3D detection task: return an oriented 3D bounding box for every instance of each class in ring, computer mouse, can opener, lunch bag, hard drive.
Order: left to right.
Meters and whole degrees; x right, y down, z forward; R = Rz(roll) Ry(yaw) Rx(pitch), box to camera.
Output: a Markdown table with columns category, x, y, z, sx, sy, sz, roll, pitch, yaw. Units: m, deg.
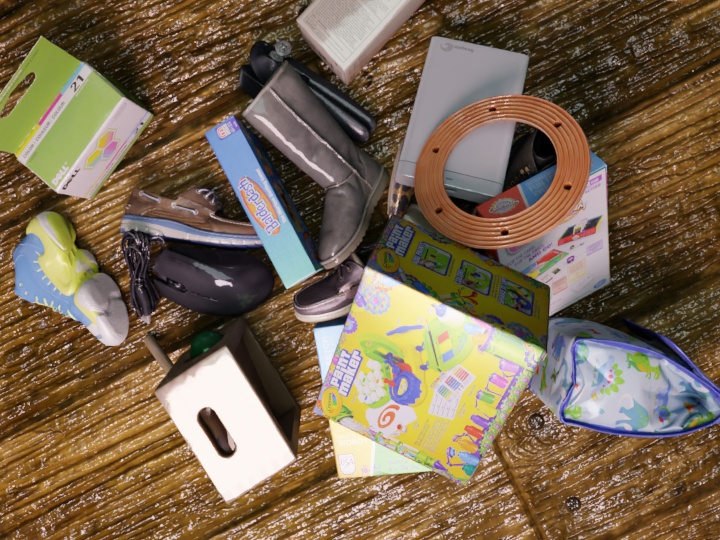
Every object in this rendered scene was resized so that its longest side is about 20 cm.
| category | x | y | z | sx | sy | sz | roll | pitch | yaw |
| --- | --- | --- | --- | --- | --- | --- | --- | --- | --- |
| computer mouse | -0.210 | 0.022 | 0.869 | 0.193 | 0.053 | 0.141 | 4 | 128 | -5 |
| can opener | -0.065 | -0.236 | 0.886 | 0.196 | 0.079 | 0.064 | 27 | 53 | -2 |
| hard drive | 0.128 | -0.189 | 0.831 | 0.128 | 0.027 | 0.205 | 13 | 71 | 7 |
| ring | 0.155 | -0.111 | 0.749 | 0.195 | 0.019 | 0.206 | -11 | 59 | 17 |
| lunch bag | 0.325 | 0.130 | 0.823 | 0.194 | 0.170 | 0.131 | 12 | 95 | 2 |

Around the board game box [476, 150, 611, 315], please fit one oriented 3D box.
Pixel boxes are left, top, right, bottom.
| category | x | y | z | sx | sy | sz | roll | pitch | yaw |
| --- | --- | --- | --- | --- | --- | --- | --- | --- | --- |
| board game box | 0.229 | -0.028 | 0.817 | 0.150 | 0.041 | 0.202 | -27 | 134 | -4 |

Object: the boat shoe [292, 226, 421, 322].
| category | x | y | z | sx | sy | sz | roll | pitch | yaw |
| --- | --- | --- | --- | --- | --- | --- | --- | --- | --- |
| boat shoe | 0.000 | 0.000 | 0.840 | 0.195 | 0.073 | 0.066 | -21 | 127 | 4 |

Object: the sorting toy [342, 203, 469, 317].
| category | x | y | z | sx | sy | sz | roll | pitch | yaw |
| --- | --- | --- | --- | --- | --- | --- | --- | --- | --- |
| sorting toy | 0.082 | 0.045 | 0.893 | 0.184 | 0.036 | 0.202 | 37 | 92 | 0 |

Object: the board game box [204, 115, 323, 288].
| category | x | y | z | sx | sy | sz | roll | pitch | yaw |
| --- | --- | --- | --- | --- | --- | --- | --- | --- | --- |
| board game box | -0.112 | -0.080 | 0.837 | 0.044 | 0.152 | 0.204 | -28 | 90 | 3 |

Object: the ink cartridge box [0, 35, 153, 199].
| category | x | y | z | sx | sy | sz | roll | pitch | yaw |
| --- | --- | --- | --- | --- | --- | --- | --- | --- | --- |
| ink cartridge box | -0.355 | -0.175 | 0.816 | 0.075 | 0.200 | 0.149 | 38 | 93 | 0 |

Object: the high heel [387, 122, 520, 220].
| category | x | y | z | sx | sy | sz | roll | pitch | yaw |
| --- | --- | --- | --- | --- | --- | --- | --- | --- | --- |
| high heel | 0.119 | -0.139 | 0.867 | 0.139 | 0.071 | 0.205 | 19 | 83 | 7 |

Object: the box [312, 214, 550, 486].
| category | x | y | z | sx | sy | sz | roll | pitch | yaw |
| --- | --- | --- | --- | --- | --- | --- | --- | --- | --- |
| box | 0.074 | 0.086 | 0.720 | 0.188 | 0.123 | 0.203 | 24 | 124 | 4 |

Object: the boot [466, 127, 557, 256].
| category | x | y | z | sx | sy | sz | roll | pitch | yaw |
| --- | --- | --- | --- | --- | --- | --- | --- | --- | --- |
| boot | 0.190 | -0.086 | 0.824 | 0.075 | 0.138 | 0.206 | 15 | 85 | -2 |

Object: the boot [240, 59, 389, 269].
| category | x | y | z | sx | sy | sz | roll | pitch | yaw |
| --- | --- | --- | --- | --- | --- | --- | --- | --- | --- |
| boot | -0.064 | -0.129 | 0.820 | 0.200 | 0.071 | 0.185 | 44 | 51 | -29 |

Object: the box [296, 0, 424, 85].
| category | x | y | z | sx | sy | sz | roll | pitch | yaw |
| --- | --- | --- | --- | --- | --- | --- | --- | --- | --- |
| box | 0.018 | -0.352 | 0.863 | 0.200 | 0.078 | 0.095 | -45 | 90 | 2 |

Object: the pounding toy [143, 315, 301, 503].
| category | x | y | z | sx | sy | sz | roll | pitch | yaw |
| --- | --- | --- | --- | --- | --- | --- | --- | --- | --- |
| pounding toy | -0.184 | 0.154 | 0.844 | 0.140 | 0.184 | 0.203 | -31 | 99 | 2 |

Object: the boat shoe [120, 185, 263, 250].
| category | x | y | z | sx | sy | sz | roll | pitch | yaw |
| --- | --- | --- | --- | --- | --- | --- | --- | --- | --- |
| boat shoe | -0.216 | -0.072 | 0.881 | 0.194 | 0.072 | 0.075 | 7 | 84 | -2 |

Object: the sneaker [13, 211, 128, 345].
| category | x | y | z | sx | sy | sz | roll | pitch | yaw |
| --- | --- | --- | --- | --- | --- | --- | --- | --- | --- |
| sneaker | -0.393 | 0.028 | 0.895 | 0.104 | 0.076 | 0.203 | -34 | 83 | 14 |

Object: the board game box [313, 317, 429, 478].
| category | x | y | z | sx | sy | sz | roll | pitch | yaw |
| --- | --- | --- | --- | --- | --- | --- | --- | --- | --- |
| board game box | 0.029 | 0.158 | 0.863 | 0.148 | 0.040 | 0.206 | -8 | 100 | 11 |
